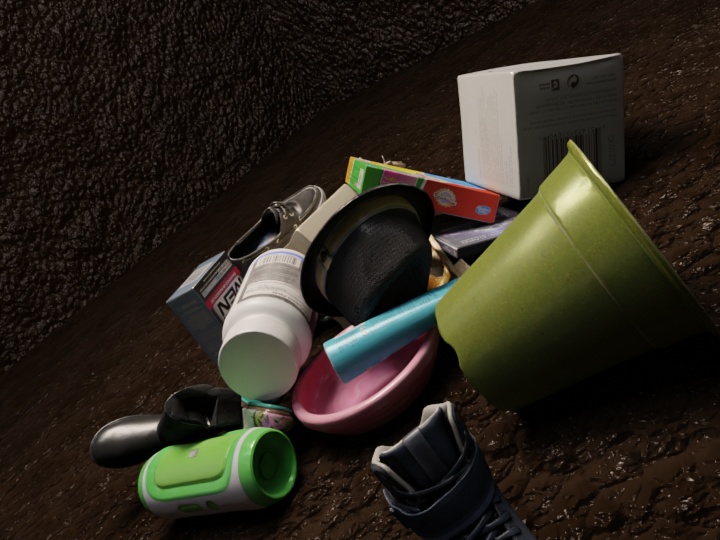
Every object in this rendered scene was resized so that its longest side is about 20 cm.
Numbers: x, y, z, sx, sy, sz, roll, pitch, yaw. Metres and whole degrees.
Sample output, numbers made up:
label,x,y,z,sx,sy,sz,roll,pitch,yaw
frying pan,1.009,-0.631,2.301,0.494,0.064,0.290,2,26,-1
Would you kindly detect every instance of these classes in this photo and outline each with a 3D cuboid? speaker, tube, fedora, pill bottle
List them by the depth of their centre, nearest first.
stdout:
label,x,y,z,sx,sy,sz,roll,pitch,yaw
tube,0.054,0.055,0.726,0.198,0.051,0.077,-30,14,-1
speaker,-0.166,0.234,0.744,0.197,0.089,0.089,-20,23,34
fedora,0.026,0.001,0.767,0.199,0.201,0.092,-34,54,-3
pill bottle,-0.112,0.064,0.828,0.112,0.115,0.201,-27,23,16

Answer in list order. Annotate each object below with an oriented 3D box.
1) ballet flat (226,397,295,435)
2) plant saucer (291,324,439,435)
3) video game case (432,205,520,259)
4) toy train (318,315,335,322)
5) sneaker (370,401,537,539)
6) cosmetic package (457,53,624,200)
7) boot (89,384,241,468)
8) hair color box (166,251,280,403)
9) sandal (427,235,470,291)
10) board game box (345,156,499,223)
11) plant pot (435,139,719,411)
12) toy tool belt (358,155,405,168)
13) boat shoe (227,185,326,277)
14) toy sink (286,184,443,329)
label,x,y,z,sx,sy,sz,roll,pitch,yaw
ballet flat,-0.134,0.197,0.819,0.199,0.068,0.073,-10,60,64
plant saucer,0.012,0.122,0.774,0.198,0.051,0.201,-30,21,12
video game case,0.166,-0.062,0.940,0.140,0.019,0.200,-15,17,-10
toy train,-0.046,0.016,1.081,0.200,0.086,0.113,-44,12,-28
sneaker,0.076,0.173,0.412,0.076,0.148,0.202,-33,20,-8
cosmetic package,0.252,-0.209,0.932,0.161,0.169,0.200,-11,17,-11
boot,-0.248,0.198,0.818,0.162,0.067,0.200,-8,-15,-29
hair color box,-0.174,0.087,0.925,0.060,0.202,0.099,-23,21,29
sandal,0.092,0.003,0.858,0.069,0.078,0.212,-40,36,-1
board game box,0.085,-0.120,0.954,0.196,0.041,0.153,10,13,-12
plant pot,0.172,0.024,0.583,0.189,0.200,0.201,-38,16,20
toy tool belt,0.044,-0.161,1.281,0.124,0.124,0.200,-34,20,-3
boat shoe,-0.130,-0.069,0.999,0.070,0.067,0.200,35,71,32
toy sink,0.000,0.000,0.954,0.131,0.199,0.112,-47,-5,-39
